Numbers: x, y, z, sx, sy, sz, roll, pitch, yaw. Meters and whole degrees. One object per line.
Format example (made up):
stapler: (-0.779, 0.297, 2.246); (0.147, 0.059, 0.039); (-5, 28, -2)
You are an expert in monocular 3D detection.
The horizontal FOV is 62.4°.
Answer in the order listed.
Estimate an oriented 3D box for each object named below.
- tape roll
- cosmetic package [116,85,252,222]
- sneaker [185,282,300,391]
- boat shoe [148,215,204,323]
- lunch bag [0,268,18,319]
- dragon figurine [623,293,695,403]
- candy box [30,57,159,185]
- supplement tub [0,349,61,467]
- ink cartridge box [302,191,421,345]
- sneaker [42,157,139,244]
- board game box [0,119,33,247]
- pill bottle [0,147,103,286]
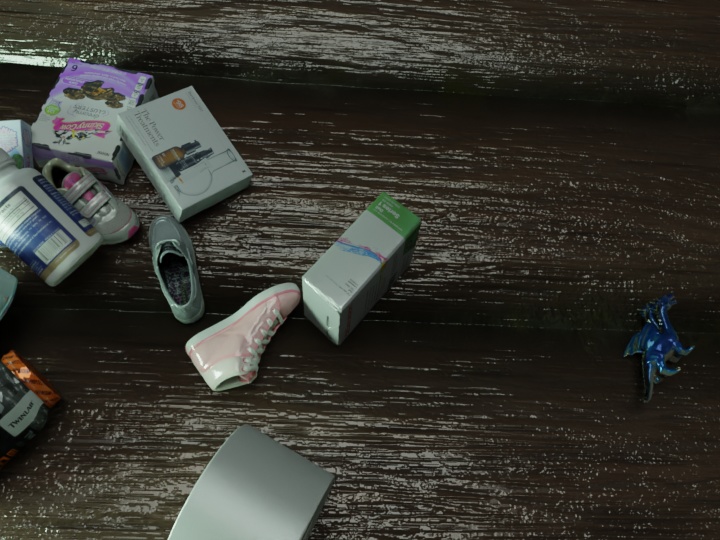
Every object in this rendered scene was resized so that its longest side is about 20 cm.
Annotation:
tape roll: (-0.135, 0.318, 0.742); (0.137, 0.204, 0.205); (25, 64, 8)
cosmetic package: (-0.305, -0.206, 1.035); (0.150, 0.052, 0.202); (-33, 85, -33)
sneaker: (-0.161, 0.110, 0.913); (0.198, 0.076, 0.105); (-32, 65, -10)
boat shoe: (-0.301, -0.015, 0.966); (0.069, 0.072, 0.204); (-18, 66, -14)
lunch bag: (-0.596, 0.083, 0.856); (0.158, 0.077, 0.203); (-7, 51, 39)
dragon figurine: (0.471, 0.126, 0.968); (0.099, 0.059, 0.199); (41, 67, 15)
candy box: (-0.480, -0.272, 1.079); (0.163, 0.072, 0.204); (12, 64, 1)
supplement tub: (-0.521, 0.214, 0.805); (0.122, 0.123, 0.200); (37, 67, 14)
ink cartridge box: (0.000, 0.000, 0.943); (0.083, 0.146, 0.200); (37, 67, 15)
sneaker: (-0.461, -0.117, 0.994); (0.197, 0.089, 0.082); (29, 64, 9)
board game box: (-0.642, -0.136, 0.973); (0.194, 0.041, 0.205); (-6, 88, -8)
pill bottle: (-0.509, -0.084, 0.918); (0.201, 0.110, 0.111); (49, 65, -14)
